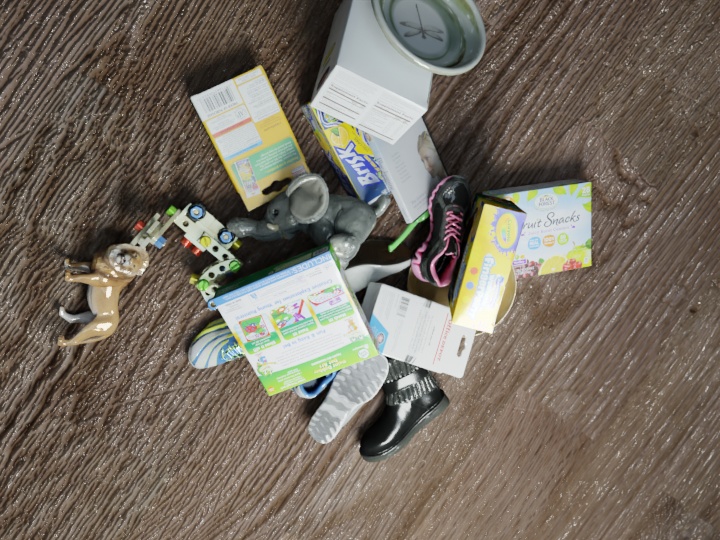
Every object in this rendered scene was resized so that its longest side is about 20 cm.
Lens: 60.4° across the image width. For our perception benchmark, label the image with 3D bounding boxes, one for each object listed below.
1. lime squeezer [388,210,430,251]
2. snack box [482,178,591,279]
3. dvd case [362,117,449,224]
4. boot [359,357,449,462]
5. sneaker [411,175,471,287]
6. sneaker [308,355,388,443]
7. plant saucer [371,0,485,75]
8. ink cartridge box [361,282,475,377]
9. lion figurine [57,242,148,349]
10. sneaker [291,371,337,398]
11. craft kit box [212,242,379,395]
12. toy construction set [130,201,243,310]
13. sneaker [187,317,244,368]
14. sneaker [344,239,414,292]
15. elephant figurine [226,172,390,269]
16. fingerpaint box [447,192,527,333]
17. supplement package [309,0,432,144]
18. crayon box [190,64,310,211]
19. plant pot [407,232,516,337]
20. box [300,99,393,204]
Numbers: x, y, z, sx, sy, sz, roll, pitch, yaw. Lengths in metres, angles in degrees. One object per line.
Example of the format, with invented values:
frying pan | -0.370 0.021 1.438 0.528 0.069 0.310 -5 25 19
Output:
lime squeezer | 0.138 -0.089 1.138 0.199 0.038 0.071 -12 87 -25
snack box | 0.339 -0.079 1.189 0.199 0.068 0.169 -9 106 -14
dvd case | 0.084 -0.201 1.082 0.143 0.018 0.200 -41 112 -37
boot | 0.052 0.243 1.169 0.211 0.079 0.158 -39 112 -11
sneaker | 0.153 -0.062 1.067 0.079 0.095 0.201 8 107 -16
sneaker | -0.022 0.222 1.135 0.075 0.082 0.200 42 104 5
plant saucer | 0.095 -0.374 0.934 0.199 0.050 0.201 10 69 -25
ink cartridge box | 0.096 0.107 1.091 0.199 0.067 0.116 21 82 -19
lion figurine | -0.420 0.044 1.007 0.122 0.072 0.201 6 114 -30
sneaker | -0.057 0.147 1.117 0.074 0.082 0.200 31 90 -17
craft kit box | -0.097 0.081 0.977 0.199 0.049 0.198 -21 111 7
toy construction set | -0.274 -0.035 1.019 0.131 0.092 0.200 -49 120 -1
sneaker | -0.203 0.113 1.056 0.200 0.105 0.076 -32 109 -8
sneaker | 0.000 0.000 1.122 0.199 0.073 0.085 -11 139 -22
elephant figurine | -0.086 -0.091 1.010 0.200 0.155 0.142 35 133 2
fingerpaint box | 0.205 -0.019 1.041 0.073 0.167 0.201 14 105 2
supplement package | 0.028 -0.335 0.981 0.155 0.111 0.201 21 64 -19
crayon box | -0.178 -0.216 1.023 0.125 0.052 0.201 -27 107 -9
plant pot | 0.187 0.026 1.154 0.199 0.027 0.201 1 104 5
box | -0.023 -0.207 1.057 0.064 0.070 0.200 -33 109 -11
